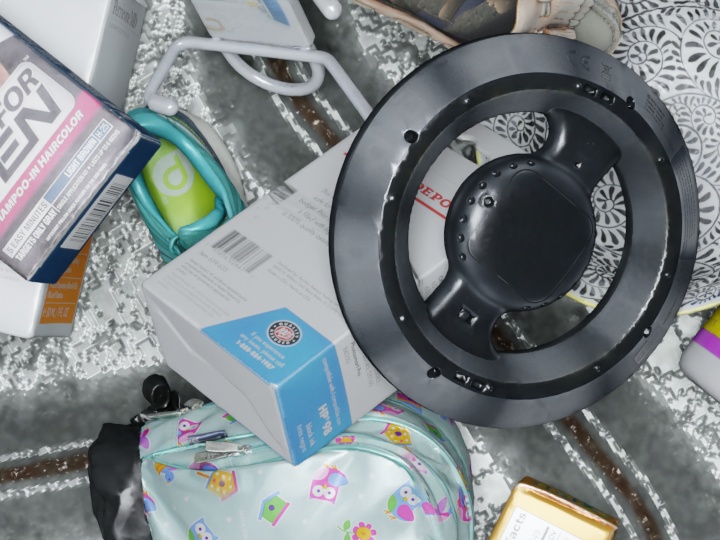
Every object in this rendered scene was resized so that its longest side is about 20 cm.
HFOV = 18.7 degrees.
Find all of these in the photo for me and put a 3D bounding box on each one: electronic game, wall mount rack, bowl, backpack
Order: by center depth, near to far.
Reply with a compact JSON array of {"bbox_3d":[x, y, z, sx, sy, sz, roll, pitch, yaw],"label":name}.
[{"bbox_3d":[0.079,-0.019,1.096,0.200,0.042,0.200,-3,100,-19],"label":"electronic game"},{"bbox_3d":[-0.056,-0.130,1.147,0.174,0.200,0.075,10,60,28],"label":"wall mount rack"},{"bbox_3d":[-0.035,0.139,1.184,0.200,0.127,0.167,-12,110,10],"label":"backpack"},{"bbox_3d":[0.171,-0.069,1.195,0.201,0.094,0.201,-3,81,20],"label":"bowl"}]

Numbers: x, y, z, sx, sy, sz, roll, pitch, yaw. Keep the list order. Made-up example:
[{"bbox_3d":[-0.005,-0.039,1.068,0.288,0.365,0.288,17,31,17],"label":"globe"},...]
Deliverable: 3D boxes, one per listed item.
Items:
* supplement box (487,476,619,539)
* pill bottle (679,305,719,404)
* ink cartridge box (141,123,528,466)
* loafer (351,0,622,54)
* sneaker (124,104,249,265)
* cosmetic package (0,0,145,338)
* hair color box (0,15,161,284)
[{"bbox_3d":[0.075,0.216,1.221,0.069,0.067,0.200,28,91,8],"label":"supplement box"},{"bbox_3d":[0.272,0.006,1.189,0.104,0.104,0.200,38,92,5],"label":"pill bottle"},{"bbox_3d":[0.000,0.000,1.158,0.200,0.067,0.116,-36,48,-23],"label":"ink cartridge box"},{"bbox_3d":[0.053,-0.135,1.098,0.200,0.063,0.072,18,129,-32],"label":"loafer"},{"bbox_3d":[-0.081,-0.005,1.233,0.077,0.080,0.200,-34,87,3],"label":"sneaker"},{"bbox_3d":[-0.184,-0.065,1.232,0.071,0.101,0.200,13,91,5],"label":"cosmetic package"},{"bbox_3d":[-0.216,-0.091,1.155,0.200,0.061,0.100,38,92,6],"label":"hair color box"}]
